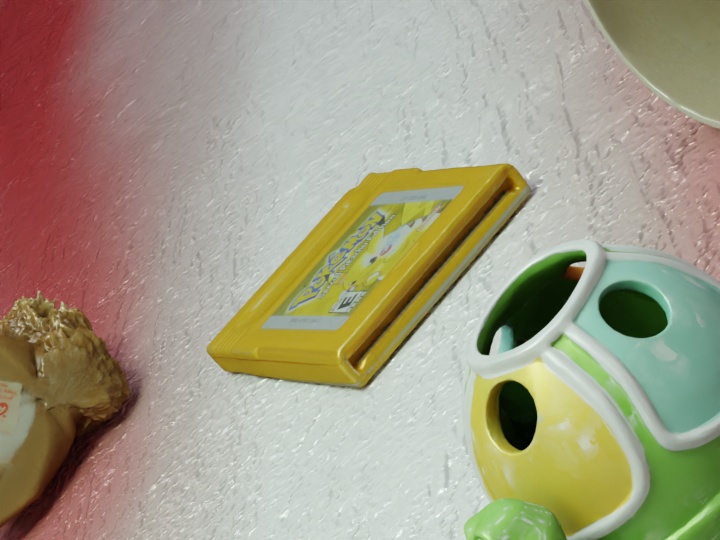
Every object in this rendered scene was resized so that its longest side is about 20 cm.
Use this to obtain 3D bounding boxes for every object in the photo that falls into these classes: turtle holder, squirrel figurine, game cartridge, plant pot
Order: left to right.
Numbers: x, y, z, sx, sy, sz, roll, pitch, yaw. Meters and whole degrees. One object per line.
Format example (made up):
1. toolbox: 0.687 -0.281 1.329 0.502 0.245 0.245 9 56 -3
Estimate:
1. squirrel figurine: -0.268 0.106 1.664 0.200 0.142 0.187 -30 1 -25
2. game cartridge: 0.000 0.000 1.497 0.176 0.032 0.200 -49 22 -19
3. turtle holder: 0.101 0.073 1.015 0.186 0.132 0.141 -46 21 -15
4. plant pot: 0.251 -0.207 1.294 0.200 0.187 0.187 -35 15 -27
